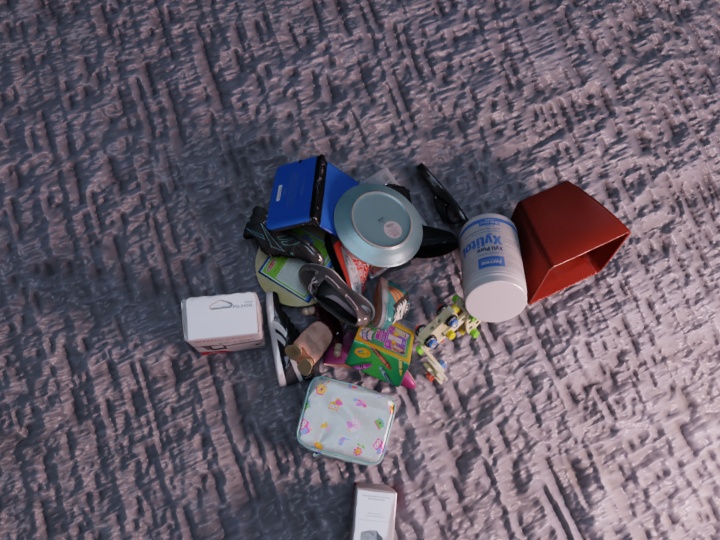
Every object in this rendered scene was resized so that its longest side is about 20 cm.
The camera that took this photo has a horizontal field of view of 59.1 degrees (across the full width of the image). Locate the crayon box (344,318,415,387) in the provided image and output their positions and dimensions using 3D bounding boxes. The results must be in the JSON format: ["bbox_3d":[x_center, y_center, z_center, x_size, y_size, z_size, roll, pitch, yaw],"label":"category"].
[{"bbox_3d":[0.045,0.148,1.302,0.117,0.200,0.059,23,109,1],"label":"crayon box"}]

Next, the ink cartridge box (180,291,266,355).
[{"bbox_3d":[-0.270,0.110,1.283,0.143,0.200,0.085,-6,76,-6],"label":"ink cartridge box"}]

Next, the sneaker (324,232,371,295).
[{"bbox_3d":[0.000,-0.001,1.363,0.106,0.067,0.204,-10,69,-22],"label":"sneaker"}]

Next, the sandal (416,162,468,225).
[{"bbox_3d":[0.188,-0.158,1.461,0.048,0.075,0.201,-41,74,13],"label":"sandal"}]

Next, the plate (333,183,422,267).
[{"bbox_3d":[0.042,-0.102,1.328,0.197,0.026,0.203,8,61,-15],"label":"plate"}]

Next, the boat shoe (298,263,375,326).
[{"bbox_3d":[-0.059,0.047,1.285,0.199,0.057,0.068,33,117,24],"label":"boat shoe"}]

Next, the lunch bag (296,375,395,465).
[{"bbox_3d":[-0.036,0.315,1.316,0.197,0.077,0.163,16,77,0],"label":"lunch bag"}]

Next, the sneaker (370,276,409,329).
[{"bbox_3d":[0.069,0.072,1.331,0.079,0.200,0.072,20,111,-4],"label":"sneaker"}]

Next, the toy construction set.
[{"bbox_3d":[0.187,0.139,1.364,0.092,0.131,0.201,29,80,35],"label":"toy construction set"}]

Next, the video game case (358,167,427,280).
[{"bbox_3d":[0.041,-0.109,1.453,0.181,0.024,0.201,-33,82,-11],"label":"video game case"}]

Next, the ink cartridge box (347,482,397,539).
[{"bbox_3d":[0.018,0.524,1.233,0.084,0.148,0.204,5,77,-2],"label":"ink cartridge box"}]

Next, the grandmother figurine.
[{"bbox_3d":[-0.080,0.125,1.325,0.122,0.060,0.200,60,39,-10],"label":"grandmother figurine"}]

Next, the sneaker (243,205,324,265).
[{"bbox_3d":[-0.165,-0.056,1.370,0.199,0.075,0.080,35,86,14],"label":"sneaker"}]

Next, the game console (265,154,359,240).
[{"bbox_3d":[-0.097,-0.140,1.380,0.168,0.119,0.202,-11,47,16],"label":"game console"}]

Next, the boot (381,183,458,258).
[{"bbox_3d":[0.112,-0.110,1.411,0.195,0.074,0.165,-6,64,-22],"label":"boot"}]

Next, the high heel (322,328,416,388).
[{"bbox_3d":[0.018,0.212,1.345,0.199,0.068,0.096,36,66,10],"label":"high heel"}]

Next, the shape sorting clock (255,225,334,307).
[{"bbox_3d":[-0.135,-0.016,1.407,0.196,0.039,0.204,1,72,-4],"label":"shape sorting clock"}]

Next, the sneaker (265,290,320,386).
[{"bbox_3d":[-0.138,0.137,1.356,0.110,0.073,0.204,-10,89,-11],"label":"sneaker"}]

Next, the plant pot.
[{"bbox_3d":[0.431,-0.073,1.397,0.197,0.200,0.178,-22,67,-9],"label":"plant pot"}]

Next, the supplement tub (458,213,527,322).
[{"bbox_3d":[0.276,-0.009,1.337,0.129,0.133,0.202,6,46,-3],"label":"supplement tub"}]
